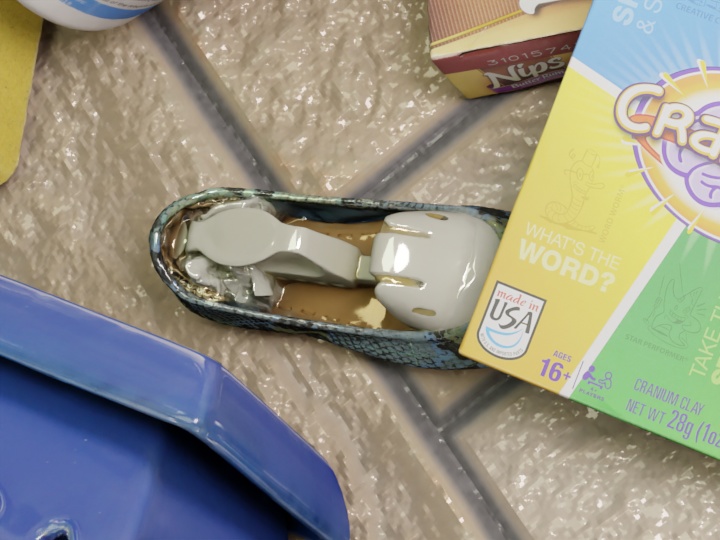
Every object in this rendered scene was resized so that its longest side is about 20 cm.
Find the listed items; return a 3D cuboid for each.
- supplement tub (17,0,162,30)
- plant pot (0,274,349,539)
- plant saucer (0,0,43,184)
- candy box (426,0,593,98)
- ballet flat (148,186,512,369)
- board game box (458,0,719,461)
[{"bbox_3d":[-0.073,-0.199,1.095,0.199,0.132,0.133,-26,65,33],"label":"supplement tub"},{"bbox_3d":[-0.128,0.112,1.021,0.199,0.200,0.181,20,77,26],"label":"plant pot"},{"bbox_3d":[-0.242,-0.148,1.209,0.199,0.048,0.201,6,82,23],"label":"plant saucer"},{"bbox_3d":[0.085,-0.183,1.098,0.116,0.056,0.201,-8,70,19],"label":"candy box"},{"bbox_3d":[0.000,0.000,1.071,0.199,0.074,0.075,2,75,22],"label":"ballet flat"},{"bbox_3d":[0.144,-0.033,1.001,0.152,0.040,0.201,21,93,12],"label":"board game box"}]
